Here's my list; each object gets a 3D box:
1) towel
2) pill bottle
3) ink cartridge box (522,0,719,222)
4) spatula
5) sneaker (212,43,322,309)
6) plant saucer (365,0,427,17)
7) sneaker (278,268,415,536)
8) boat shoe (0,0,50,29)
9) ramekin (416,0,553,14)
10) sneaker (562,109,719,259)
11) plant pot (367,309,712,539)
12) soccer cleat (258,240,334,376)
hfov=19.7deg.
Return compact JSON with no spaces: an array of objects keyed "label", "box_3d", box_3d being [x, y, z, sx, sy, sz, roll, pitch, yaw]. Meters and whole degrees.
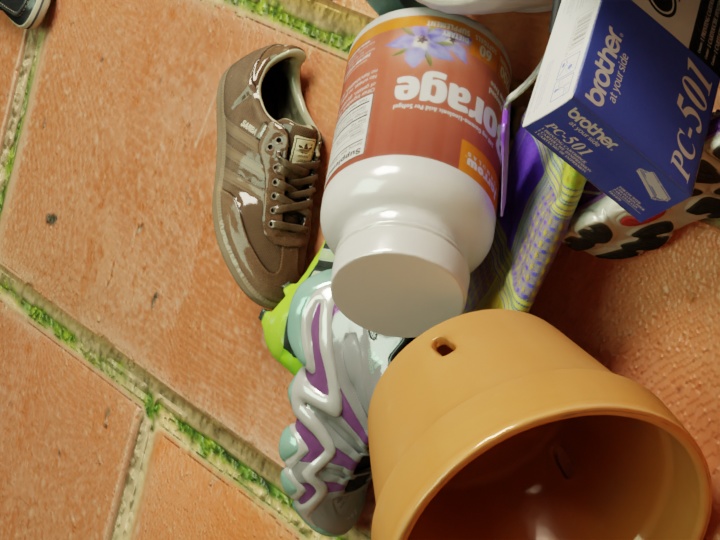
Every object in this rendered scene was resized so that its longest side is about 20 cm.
[{"label":"towel","box_3d":[0.096,-0.023,1.312,0.144,0.023,0.201,-93,24,-60]},{"label":"pill bottle","box_3d":[0.035,-0.062,1.323,0.112,0.112,0.201,-37,33,43]},{"label":"ink cartridge box","box_3d":[0.159,-0.133,1.171,0.044,0.094,0.201,-29,33,46]},{"label":"spatula","box_3d":[0.108,-0.131,1.258,0.057,0.020,0.201,-75,2,-66]},{"label":"sneaker","box_3d":[-0.065,-0.074,1.539,0.075,0.070,0.201,-27,65,46]},{"label":"plant saucer","box_3d":[0.005,-0.204,1.373,0.019,0.200,0.070,-28,46,20]},{"label":"sneaker","box_3d":[0.017,0.107,1.402,0.139,0.078,0.201,18,123,35]},{"label":"boat shoe","box_3d":[-0.341,-0.292,1.926,0.075,0.062,0.200,-57,47,27]},{"label":"ramekin","box_3d":[0.075,-0.253,1.310,0.202,0.094,0.203,20,121,37]},{"label":"sneaker","box_3d":[0.184,-0.072,1.220,0.200,0.080,0.084,-23,61,49]},{"label":"plant pot","box_3d":[0.090,0.117,1.230,0.201,0.199,0.140,-62,32,26]},{"label":"soccer cleat","box_3d":[0.000,0.000,1.462,0.081,0.067,0.200,48,125,24]}]
